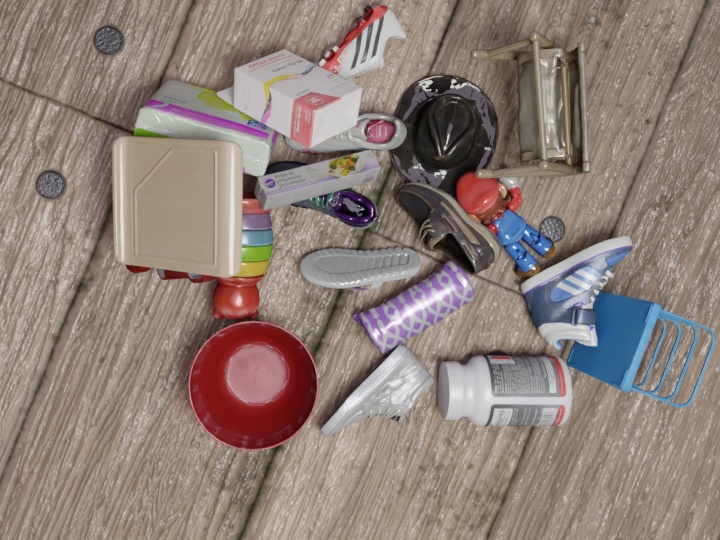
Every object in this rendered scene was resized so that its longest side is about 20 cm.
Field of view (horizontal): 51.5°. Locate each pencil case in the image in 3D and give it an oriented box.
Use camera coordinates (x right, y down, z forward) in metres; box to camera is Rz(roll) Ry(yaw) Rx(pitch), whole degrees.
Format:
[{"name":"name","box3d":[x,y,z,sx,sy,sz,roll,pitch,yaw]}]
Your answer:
[{"name":"pencil case","box3d":[0.092,0.055,1.229,0.200,0.084,0.086,-30,57,-5]}]

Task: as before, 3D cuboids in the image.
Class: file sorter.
[{"name":"file sorter","box3d":[0.449,0.125,1.205,0.122,0.200,0.139,20,91,-8]}]

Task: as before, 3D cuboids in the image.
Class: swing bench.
[{"name":"swing bench","box3d":[0.283,-0.248,1.167,0.200,0.130,0.199,-7,94,-43]}]

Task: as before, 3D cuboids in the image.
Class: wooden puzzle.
[{"name":"wooden puzzle","box3d":[-0.255,-0.092,1.049,0.199,0.037,0.186,6,101,19]}]

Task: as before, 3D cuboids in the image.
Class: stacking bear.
[{"name":"stacking bear","box3d":[-0.194,-0.020,1.185,0.121,0.114,0.201,0,102,-23]}]

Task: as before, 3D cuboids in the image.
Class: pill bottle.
[{"name":"pill bottle","box3d":[0.234,0.197,1.229,0.199,0.116,0.116,2,93,-5]}]

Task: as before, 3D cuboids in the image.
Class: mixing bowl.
[{"name":"mixing bowl","box3d":[-0.167,0.175,1.195,0.200,0.108,0.201,0,93,-4]}]

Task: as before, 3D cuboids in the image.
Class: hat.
[{"name":"hat","box3d":[0.143,-0.225,1.218,0.200,0.081,0.201,0,93,-6]}]

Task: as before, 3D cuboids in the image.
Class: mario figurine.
[{"name":"mario figurine","box3d":[0.232,-0.086,1.250,0.200,0.106,0.124,46,50,-15]}]

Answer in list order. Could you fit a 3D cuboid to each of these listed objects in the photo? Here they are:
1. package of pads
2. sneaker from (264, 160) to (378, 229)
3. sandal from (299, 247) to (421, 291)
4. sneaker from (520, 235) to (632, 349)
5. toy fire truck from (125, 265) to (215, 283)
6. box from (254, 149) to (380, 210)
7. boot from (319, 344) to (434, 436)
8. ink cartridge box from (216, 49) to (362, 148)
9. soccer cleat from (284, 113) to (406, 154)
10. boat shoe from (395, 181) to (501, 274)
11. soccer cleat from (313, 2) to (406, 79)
[{"name":"package of pads","box3d":[-0.228,-0.223,1.149,0.200,0.155,0.068,16,120,-6]},{"name":"sneaker","box3d":[-0.061,-0.127,1.201,0.200,0.088,0.075,20,91,-6]},{"name":"sandal","box3d":[0.001,0.005,1.230,0.202,0.083,0.050,-2,136,-7]},{"name":"sneaker","box3d":[0.377,0.047,1.227,0.200,0.081,0.147,-27,77,15]},{"name":"toy fire truck","box3d":[-0.280,-0.080,1.128,0.112,0.168,0.201,-11,95,-44]},{"name":"box","box3d":[-0.064,-0.141,1.150,0.200,0.041,0.039,-18,67,-25]},{"name":"boot","box3d":[0.031,0.221,1.232,0.200,0.074,0.096,-45,89,-3]},{"name":"ink cartridge box","box3d":[-0.112,-0.272,1.136,0.200,0.116,0.068,31,134,23]},{"name":"soccer cleat","box3d":[-0.026,-0.225,1.193,0.199,0.086,0.070,-2,93,3]},{"name":"boat shoe","box3d":[0.132,-0.069,1.200,0.200,0.075,0.073,37,56,17]},{"name":"soccer cleat","box3d":[-0.010,-0.339,1.208,0.085,0.069,0.200,42,90,-20]}]
